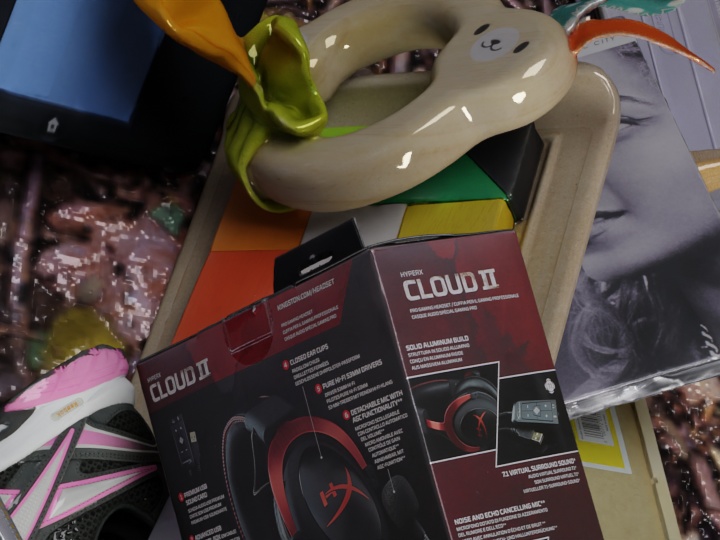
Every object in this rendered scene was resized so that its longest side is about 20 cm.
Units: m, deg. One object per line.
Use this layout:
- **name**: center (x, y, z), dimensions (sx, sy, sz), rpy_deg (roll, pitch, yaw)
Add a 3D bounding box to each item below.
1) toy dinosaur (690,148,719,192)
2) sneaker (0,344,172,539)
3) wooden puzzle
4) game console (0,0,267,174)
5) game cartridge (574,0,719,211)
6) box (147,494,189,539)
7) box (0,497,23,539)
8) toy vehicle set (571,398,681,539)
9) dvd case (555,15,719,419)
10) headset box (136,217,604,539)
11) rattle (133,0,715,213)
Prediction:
- **toy dinosaur**: center (0.119, -0.036, 1.223), dimensions (0.200, 0.060, 0.106), rpy_deg (-20, 53, -15)
- **sneaker**: center (-0.146, 0.108, 1.042), dimensions (0.200, 0.080, 0.086), rpy_deg (-33, 90, -28)
- **wooden puzzle**: center (0.000, 0.000, 1.120), dimensions (0.185, 0.037, 0.200), rpy_deg (-2, 55, 26)
- **game console**: center (-0.100, -0.134, 1.111), dimensions (0.200, 0.031, 0.177), rpy_deg (12, 97, -53)
- **game cartridge**: center (0.166, -0.113, 1.327), dimensions (0.129, 0.038, 0.200), rpy_deg (3, 62, -27)
- **box**: center (-0.039, 0.195, 1.038), dimensions (0.156, 0.041, 0.200), rpy_deg (38, 52, -20)
- **box**: center (-0.201, 0.149, 0.947), dimensions (0.200, 0.048, 0.159), rpy_deg (-28, 82, -5)
- **toy vehicle set**: center (0.061, 0.064, 1.146), dimensions (0.124, 0.027, 0.200), rpy_deg (11, 40, -17)
- **dvd case**: center (0.071, -0.019, 1.155), dimensions (0.148, 0.016, 0.200), rpy_deg (-17, 48, -3)
- **headset box**: center (0.006, 0.083, 0.991), dimensions (0.075, 0.149, 0.200), rpy_deg (-7, 77, -41)
- **rattle**: center (0.022, -0.112, 1.095), dimensions (0.143, 0.200, 0.130), rpy_deg (67, 29, -18)
